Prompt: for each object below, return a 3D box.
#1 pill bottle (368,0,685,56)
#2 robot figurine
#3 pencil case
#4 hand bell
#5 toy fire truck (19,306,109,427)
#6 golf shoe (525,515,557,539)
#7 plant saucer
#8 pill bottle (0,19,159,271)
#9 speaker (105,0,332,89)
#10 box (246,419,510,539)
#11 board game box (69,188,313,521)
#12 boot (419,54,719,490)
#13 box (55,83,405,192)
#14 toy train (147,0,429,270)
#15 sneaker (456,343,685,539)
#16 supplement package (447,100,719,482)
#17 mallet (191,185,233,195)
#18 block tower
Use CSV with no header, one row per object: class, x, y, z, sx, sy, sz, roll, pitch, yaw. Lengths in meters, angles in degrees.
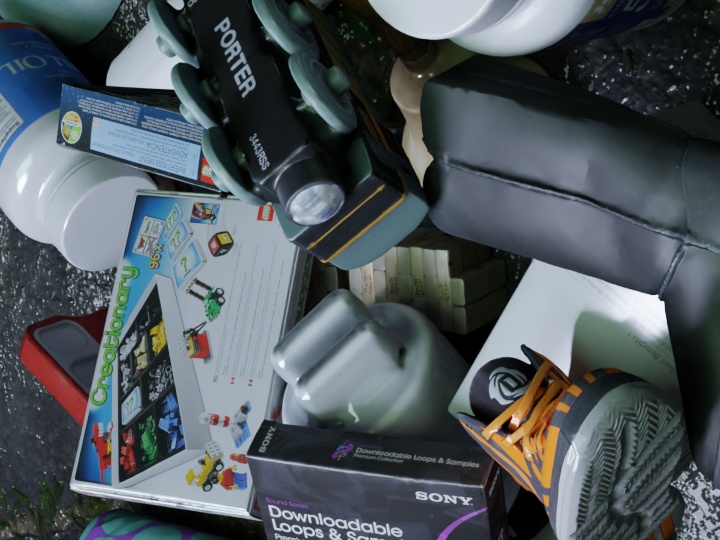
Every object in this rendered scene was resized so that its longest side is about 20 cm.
pill bottle,0.089,-0.173,0.701,0.119,0.199,0.121,13,111,35
robot figurine,0.029,0.100,0.857,0.113,0.200,0.170,-40,36,2
pencil case,-0.135,0.250,1.082,0.198,0.085,0.094,7,79,38
hand bell,0.023,-0.128,0.754,0.103,0.200,0.105,-15,57,25
toy fire truck,-0.124,0.094,0.973,0.200,0.167,0.113,43,126,21
golf shoe,0.104,0.214,0.877,0.200,0.088,0.078,-39,81,38
plant saucer,-0.255,-0.269,1.057,0.199,0.039,0.204,13,112,36
pill bottle,-0.230,-0.091,1.021,0.200,0.111,0.113,45,127,33
speaker,-0.089,-0.168,0.924,0.200,0.081,0.082,-38,79,38
box,0.019,0.179,0.809,0.141,0.036,0.202,4,126,20
board game box,-0.104,0.050,0.883,0.125,0.035,0.203,5,74,18
boot,0.114,-0.002,0.666,0.198,0.065,0.167,20,114,32
box,-0.067,-0.082,0.853,0.135,0.199,0.038,16,103,34
toy train,-0.038,-0.091,0.714,0.085,0.114,0.201,-38,51,16
sneaker,0.089,0.078,0.647,0.112,0.077,0.200,43,168,27
supplement package,0.158,0.027,0.759,0.117,0.117,0.201,41,124,21
mallet,-0.139,-0.037,1.014,0.199,0.066,0.042,-16,90,41
block tower,0.000,0.000,0.920,0.198,0.058,0.055,6,106,36
